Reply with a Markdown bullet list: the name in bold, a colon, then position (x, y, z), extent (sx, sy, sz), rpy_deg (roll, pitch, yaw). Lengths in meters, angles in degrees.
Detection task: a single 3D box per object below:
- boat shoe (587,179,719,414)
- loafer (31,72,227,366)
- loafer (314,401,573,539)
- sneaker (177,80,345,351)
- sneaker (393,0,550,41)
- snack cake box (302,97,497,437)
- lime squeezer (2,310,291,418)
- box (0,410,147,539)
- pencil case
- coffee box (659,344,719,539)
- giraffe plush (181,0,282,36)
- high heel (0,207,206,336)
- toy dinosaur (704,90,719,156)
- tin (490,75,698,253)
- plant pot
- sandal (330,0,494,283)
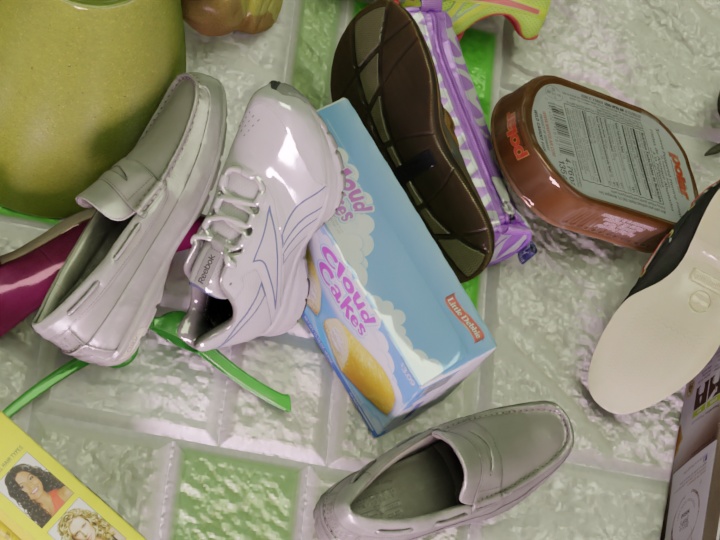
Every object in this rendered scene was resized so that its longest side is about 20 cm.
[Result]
- **boat shoe**: position (0.236, 0.018, 1.221), extent (0.073, 0.063, 0.202), rpy_deg (35, 94, 3)
- **loafer**: position (-0.145, -0.039, 1.077), extent (0.070, 0.070, 0.201), rpy_deg (27, 80, -33)
- **loafer**: position (0.064, 0.137, 1.131), extent (0.199, 0.070, 0.070), rpy_deg (-24, 76, -25)
- **sneaker**: position (-0.067, -0.026, 1.075), extent (0.074, 0.201, 0.087), rpy_deg (31, 39, 27)
- **sneaker**: position (0.054, -0.212, 1.288), extent (0.199, 0.078, 0.091), rpy_deg (3, 106, 1)
- **snack cake box**: position (0.000, 0.000, 1.152), extent (0.067, 0.115, 0.201), rpy_deg (-26, 77, -23)
- **lime squeezer**: position (-0.146, 0.063, 1.131), extent (0.199, 0.038, 0.071), rpy_deg (-2, 100, -19)
- **box**: position (-0.221, 0.131, 1.050), extent (0.200, 0.075, 0.050), rpy_deg (41, 64, 1)
- **pencil case**: position (0.059, -0.094, 1.230), extent (0.084, 0.086, 0.201), rpy_deg (-12, 71, -30)
- **coffee box**: position (0.282, 0.158, 1.195), extent (0.114, 0.080, 0.201), rpy_deg (21, 62, -8)
- **giraffe plush**: position (-0.127, -0.285, 1.227), extent (0.161, 0.173, 0.201), rpy_deg (22, 74, 17)
- **high heel**: position (-0.188, 0.006, 1.133), extent (0.199, 0.067, 0.097), rpy_deg (-4, 91, -20)
- **toy dinosaur**: position (0.332, -0.129, 1.352), extent (0.199, 0.077, 0.102), rpy_deg (-28, 66, -21)
- **tin**: position (0.178, -0.078, 1.244), extent (0.199, 0.042, 0.113), rpy_deg (13, 60, -40)
- **plant pot**: position (-0.190, -0.162, 1.114), extent (0.186, 0.200, 0.188), rpy_deg (7, 65, -15)
- **sandal**: position (0.042, -0.088, 1.172), extent (0.201, 0.081, 0.055), rpy_deg (64, 24, 4)
